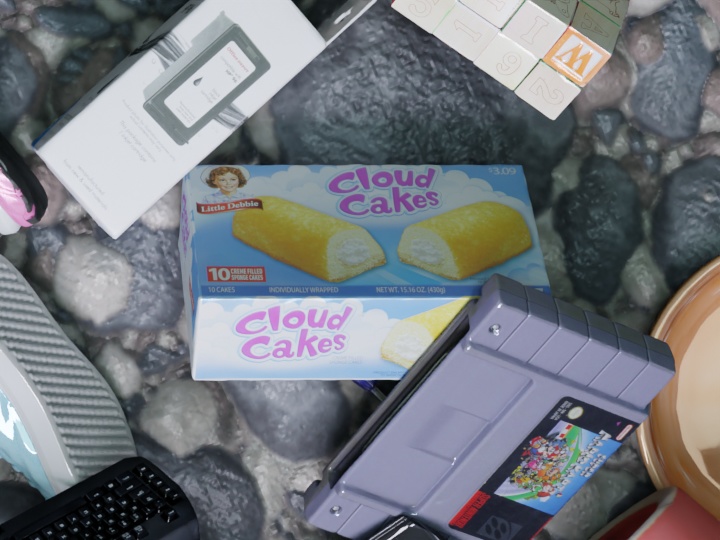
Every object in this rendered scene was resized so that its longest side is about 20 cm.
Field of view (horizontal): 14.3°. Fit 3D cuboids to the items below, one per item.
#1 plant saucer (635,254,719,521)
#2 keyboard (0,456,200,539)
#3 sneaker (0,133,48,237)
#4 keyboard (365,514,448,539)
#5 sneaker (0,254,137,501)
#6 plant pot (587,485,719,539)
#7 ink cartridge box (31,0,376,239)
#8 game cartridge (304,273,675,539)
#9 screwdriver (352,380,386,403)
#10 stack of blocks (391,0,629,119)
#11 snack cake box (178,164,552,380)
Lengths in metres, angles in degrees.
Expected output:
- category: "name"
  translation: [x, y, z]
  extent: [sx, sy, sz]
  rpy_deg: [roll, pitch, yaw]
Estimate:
- category: "plant saucer"
  translation: [0.257, 0.076, 1.712]
  extent: [0.199, 0.037, 0.202]
  rpy_deg: [-1, 95, -7]
- category: "keyboard"
  translation: [-0.173, 0.161, 1.540]
  extent: [0.199, 0.104, 0.040]
  rpy_deg: [-30, 139, -27]
- category: "sneaker"
  translation: [-0.269, -0.084, 1.605]
  extent: [0.086, 0.080, 0.200]
  rpy_deg: [-38, 93, 7]
- category: "keyboard"
  translation: [-0.009, 0.236, 1.673]
  extent: [0.199, 0.021, 0.127]
  rpy_deg: [-36, 106, 12]
- category: "sneaker"
  translation: [-0.197, 0.078, 1.642]
  extent: [0.082, 0.074, 0.201]
  rpy_deg: [-18, 110, 32]
- category: "plant pot"
  translation: [0.182, 0.236, 1.647]
  extent: [0.200, 0.200, 0.178]
  rpy_deg: [-40, 90, -3]
- category: "ink cartridge box"
  translation: [-0.088, -0.111, 1.606]
  extent: [0.200, 0.116, 0.068]
  rpy_deg: [-42, 99, -4]
- category: "game cartridge"
  translation: [0.073, 0.095, 1.622]
  extent: [0.129, 0.039, 0.200]
  rpy_deg: [24, 126, -22]
- category: "screwdriver"
  translation: [0.020, 0.078, 1.685]
  extent: [0.200, 0.028, 0.029]
  rpy_deg: [41, 59, -12]
- category: "stack of blocks"
  translation: [0.057, -0.189, 1.616]
  extent: [0.199, 0.115, 0.059]
  rpy_deg: [35, 129, -9]
- category: "snack cake box"
  translation: [0.000, 0.000, 1.622]
  extent: [0.198, 0.115, 0.067]
  rpy_deg: [-1, 134, -9]
